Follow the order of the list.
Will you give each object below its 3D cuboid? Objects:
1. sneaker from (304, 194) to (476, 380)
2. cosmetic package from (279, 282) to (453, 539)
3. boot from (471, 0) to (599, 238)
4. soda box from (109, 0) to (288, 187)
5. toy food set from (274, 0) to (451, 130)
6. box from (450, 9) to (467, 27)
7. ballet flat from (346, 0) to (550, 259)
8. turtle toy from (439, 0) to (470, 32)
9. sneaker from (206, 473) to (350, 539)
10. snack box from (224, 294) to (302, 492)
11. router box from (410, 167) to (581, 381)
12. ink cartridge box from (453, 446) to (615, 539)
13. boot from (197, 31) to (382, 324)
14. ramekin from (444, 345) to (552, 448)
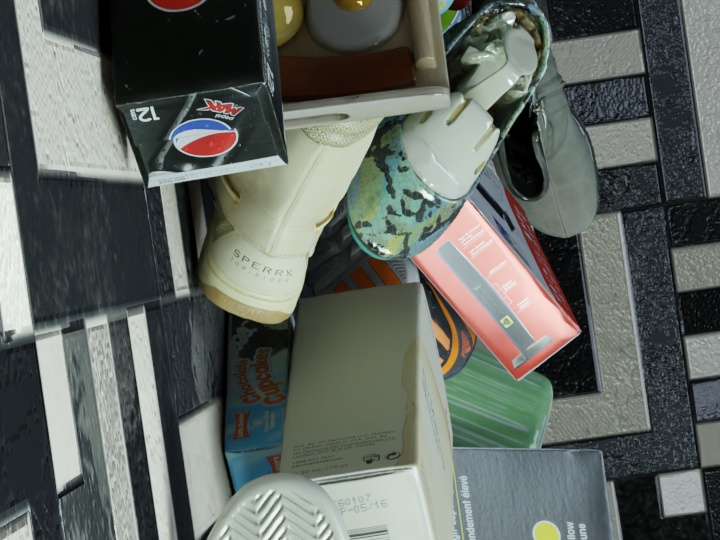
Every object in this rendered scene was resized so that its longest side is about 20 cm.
[{"bbox_3d":[0.000,0.000,1.708,0.112,0.078,0.200,46,10,-45],"label":"sneaker"},{"bbox_3d":[0.005,0.098,1.494,0.200,0.073,0.104,-85,165,-62],"label":"cosmetic package"},{"bbox_3d":[0.106,-0.079,1.860,0.131,0.068,0.200,-84,159,-56],"label":"boot"},{"bbox_3d":[-0.077,-0.138,1.303,0.063,0.071,0.200,75,8,-55],"label":"soda box"},{"bbox_3d":[-0.038,-0.151,1.378,0.060,0.143,0.200,76,7,-59],"label":"toy food set"},{"bbox_3d":[-0.005,-0.151,1.839,0.200,0.148,0.107,77,6,-49],"label":"box"},{"bbox_3d":[0.051,-0.084,1.548,0.200,0.074,0.074,-62,150,-46],"label":"ballet flat"},{"bbox_3d":[0.008,-0.170,1.614,0.200,0.146,0.101,-33,105,-73],"label":"turtle toy"},{"bbox_3d":[-0.035,0.186,1.274,0.085,0.075,0.200,-29,121,-84],"label":"sneaker"},{"bbox_3d":[-0.045,0.085,1.577,0.200,0.037,0.116,-92,171,-58],"label":"snack box"},{"bbox_3d":[0.041,-0.048,1.690,0.180,0.049,0.200,49,9,-21],"label":"router box"},{"bbox_3d":[0.056,0.197,1.642,0.047,0.200,0.198,137,-50,-59],"label":"ink cartridge box"},{"bbox_3d":[-0.030,-0.088,1.486,0.200,0.073,0.156,-84,-163,-54],"label":"boot"},{"bbox_3d":[0.047,0.136,1.797,0.200,0.098,0.200,20,90,-89],"label":"ramekin"}]
